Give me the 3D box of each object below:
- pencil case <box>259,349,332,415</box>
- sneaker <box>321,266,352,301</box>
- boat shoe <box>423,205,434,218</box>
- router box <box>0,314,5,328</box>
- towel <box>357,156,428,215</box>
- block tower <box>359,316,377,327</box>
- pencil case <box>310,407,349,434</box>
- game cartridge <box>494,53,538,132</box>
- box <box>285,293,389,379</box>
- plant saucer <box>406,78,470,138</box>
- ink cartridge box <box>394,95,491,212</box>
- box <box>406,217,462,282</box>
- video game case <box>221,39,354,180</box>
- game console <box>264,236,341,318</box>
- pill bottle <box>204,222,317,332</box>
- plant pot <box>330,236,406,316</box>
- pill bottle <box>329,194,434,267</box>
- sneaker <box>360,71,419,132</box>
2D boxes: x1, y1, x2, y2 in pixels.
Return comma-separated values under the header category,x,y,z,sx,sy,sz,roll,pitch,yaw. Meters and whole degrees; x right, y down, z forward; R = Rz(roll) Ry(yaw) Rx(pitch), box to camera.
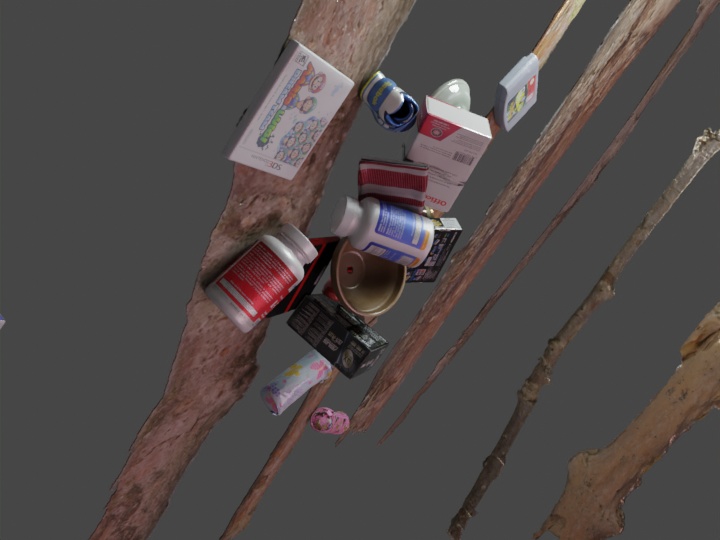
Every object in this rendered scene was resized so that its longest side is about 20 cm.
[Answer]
category,x,y,z,sx,sy,sz,roll,pitch,yaw
pencil case,-0.169,0.295,1.696,0.200,0.083,0.091,-33,131,-32
sneaker,-0.018,-0.006,1.531,0.200,0.078,0.116,-34,148,-60
boat shoe,0.134,-0.091,1.679,0.072,0.072,0.200,-6,145,-18
router box,-0.551,0.102,0.732,0.180,0.049,0.200,-52,157,7
towel,0.064,-0.157,1.350,0.200,0.143,0.023,92,6,-57
block tower,0.012,0.093,1.745,0.054,0.058,0.200,-41,155,-21
pencil case,-0.101,0.511,2.175,0.200,0.086,0.083,48,52,-68
game cartridge,0.393,-0.439,1.623,0.133,0.041,0.200,-43,157,-4
box,-0.050,0.148,1.502,0.086,0.200,0.164,-53,167,10
plant saucer,0.185,-0.319,1.411,0.200,0.050,0.200,-40,157,-21
ink cartridge box,0.161,-0.239,1.342,0.085,0.144,0.200,-87,-161,-49
box,0.134,-0.048,1.636,0.198,0.050,0.200,-1,137,-24
video game case,-0.110,-0.245,1.021,0.200,0.024,0.182,-55,157,13
game console,-0.134,0.012,1.391,0.200,0.031,0.177,-58,162,22
pill bottle,-0.178,0.009,1.184,0.200,0.112,0.112,-44,157,-10
plant pot,0.000,0.000,1.440,0.200,0.093,0.202,-1,92,-39
pill bottle,0.043,-0.087,1.334,0.199,0.112,0.112,19,119,-19
sneaker,0.069,-0.295,1.196,0.074,0.082,0.200,-54,159,10
